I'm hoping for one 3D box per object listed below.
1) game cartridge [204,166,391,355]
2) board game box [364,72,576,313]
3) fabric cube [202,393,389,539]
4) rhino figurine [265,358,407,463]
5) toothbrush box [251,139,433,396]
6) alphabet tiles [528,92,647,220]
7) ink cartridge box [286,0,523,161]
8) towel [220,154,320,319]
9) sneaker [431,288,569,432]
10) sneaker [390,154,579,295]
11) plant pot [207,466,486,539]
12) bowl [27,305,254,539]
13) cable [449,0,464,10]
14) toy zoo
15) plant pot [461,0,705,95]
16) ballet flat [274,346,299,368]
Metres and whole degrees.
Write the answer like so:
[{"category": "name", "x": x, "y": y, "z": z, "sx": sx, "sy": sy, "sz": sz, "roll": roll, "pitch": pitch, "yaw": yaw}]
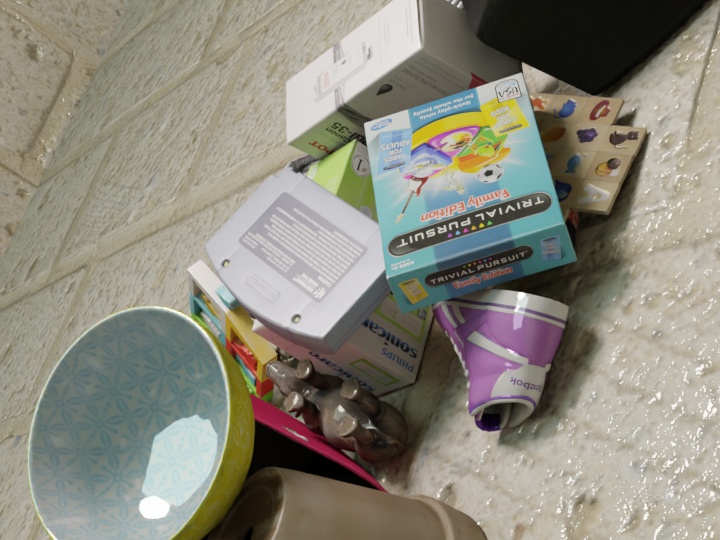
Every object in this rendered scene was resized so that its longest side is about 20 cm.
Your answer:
[{"category": "game cartridge", "x": -0.052, "y": -0.008, "z": 1.292, "sx": 0.133, "sy": 0.042, "sz": 0.200, "roll": -49, "pitch": 46, "yaw": -5}, {"category": "board game box", "x": 0.088, "y": -0.070, "z": 1.212, "sx": 0.150, "sy": 0.047, "sz": 0.201, "roll": -17, "pitch": 43, "yaw": 9}, {"category": "fabric cube", "x": -0.122, "y": 0.219, "z": 1.307, "sx": 0.201, "sy": 0.195, "sz": 0.199, "roll": -59, "pitch": 21, "yaw": -1}, {"category": "rhino figurine", "x": -0.030, "y": 0.126, "z": 1.333, "sx": 0.199, "sy": 0.087, "sz": 0.060, "roll": 21, "pitch": 76, "yaw": 53}, {"category": "toothbrush box", "x": 0.000, "y": 0.000, "z": 1.393, "sx": 0.086, "sy": 0.145, "sz": 0.201, "roll": -24, "pitch": 40, "yaw": 51}, {"category": "alphabet tiles", "x": 0.142, "y": -0.097, "z": 1.252, "sx": 0.198, "sy": 0.006, "sz": 0.167, "roll": 8, "pitch": 52, "yaw": 32}, {"category": "ink cartridge box", "x": 0.041, "y": -0.173, "z": 1.408, "sx": 0.199, "sy": 0.146, "sz": 0.083, "roll": -31, "pitch": 49, "yaw": 40}, {"category": "towel", "x": -0.065, "y": -0.037, "z": 1.577, "sx": 0.166, "sy": 0.085, "sz": 0.200, "roll": -60, "pitch": -7, "yaw": 15}, {"category": "sneaker", "x": 0.100, "y": 0.074, "z": 1.201, "sx": 0.200, "sy": 0.072, "sz": 0.115, "roll": -176, "pitch": 100, "yaw": -74}, {"category": "sneaker", "x": 0.107, "y": -0.042, "z": 1.288, "sx": 0.200, "sy": 0.067, "sz": 0.109, "roll": -15, "pitch": 43, "yaw": 31}, {"category": "plant pot", "x": -0.025, "y": 0.242, "z": 1.112, "sx": 0.200, "sy": 0.173, "sz": 0.201, "roll": -45, "pitch": 25, "yaw": 28}, {"category": "bowl", "x": -0.154, "y": 0.139, "z": 1.125, "sx": 0.198, "sy": 0.108, "sz": 0.202, "roll": -11, "pitch": 67, "yaw": 27}, {"category": "cable", "x": 0.093, "y": -0.287, "z": 1.584, "sx": 0.200, "sy": 0.069, "sz": 0.200, "roll": -49, "pitch": -2, "yaw": -28}, {"category": "toy zoo", "x": -0.137, "y": 0.067, "z": 1.515, "sx": 0.020, "sy": 0.131, "sz": 0.200, "roll": -36, "pitch": -14, "yaw": -17}, {"category": "plant pot", "x": 0.194, "y": -0.285, "z": 1.315, "sx": 0.178, "sy": 0.198, "sz": 0.201, "roll": -59, "pitch": 21, "yaw": 26}, {"category": "ballet flat", "x": -0.033, "y": 0.031, "z": 1.524, "sx": 0.201, "sy": 0.063, "sz": 0.067, "roll": -60, "pitch": 23, "yaw": -4}]
